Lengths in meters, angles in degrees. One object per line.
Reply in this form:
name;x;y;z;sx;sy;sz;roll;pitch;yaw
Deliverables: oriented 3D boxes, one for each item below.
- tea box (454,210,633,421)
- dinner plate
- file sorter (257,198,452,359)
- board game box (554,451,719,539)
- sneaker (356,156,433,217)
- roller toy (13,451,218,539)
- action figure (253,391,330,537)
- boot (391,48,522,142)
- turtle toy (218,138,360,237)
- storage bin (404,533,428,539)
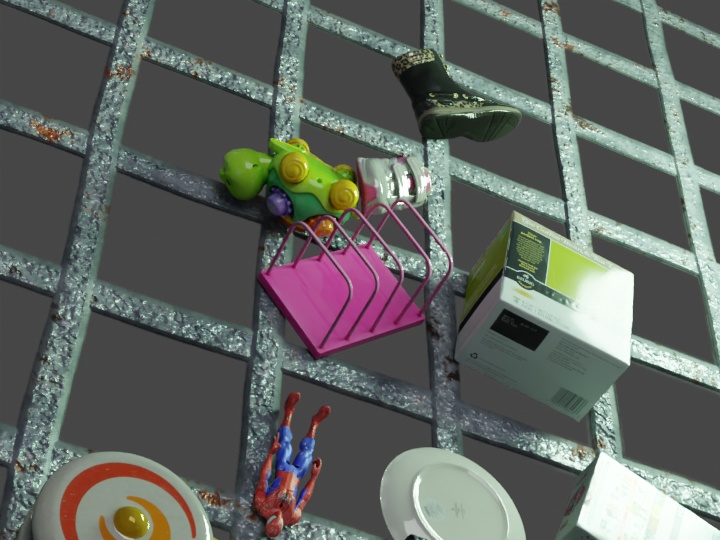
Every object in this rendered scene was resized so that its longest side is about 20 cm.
tea box;0.252;0.061;1.974;0.199;0.134;0.198;27;40;-8
dinner plate;0.115;0.290;1.733;0.199;0.024;0.201;18;41;-17
file sorter;0.000;0.000;1.869;0.199;0.126;0.139;-16;59;-43
board game box;0.349;0.341;1.809;0.199;0.064;0.148;35;38;0
sneaker;0.049;-0.123;1.999;0.087;0.082;0.200;-4;10;16
roller toy;-0.239;0.277;1.408;0.200;0.140;0.182;44;41;12
action figure;-0.080;0.223;1.650;0.065;0.052;0.201;28;41;-12
boot;0.150;-0.278;2.306;0.198;0.073;0.151;-6;53;-32
turtle toy;-0.090;-0.113;1.940;0.199;0.102;0.146;28;13;-7
storage bin;0.066;0.393;1.500;0.093;0.136;0.201;20;41;-15
